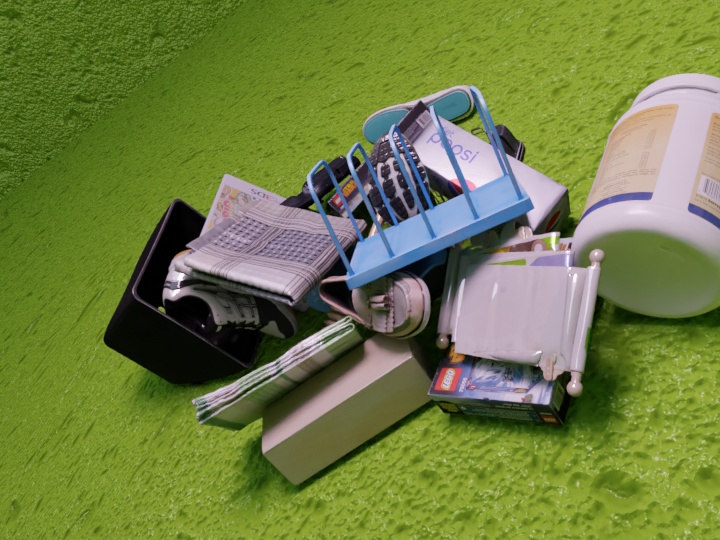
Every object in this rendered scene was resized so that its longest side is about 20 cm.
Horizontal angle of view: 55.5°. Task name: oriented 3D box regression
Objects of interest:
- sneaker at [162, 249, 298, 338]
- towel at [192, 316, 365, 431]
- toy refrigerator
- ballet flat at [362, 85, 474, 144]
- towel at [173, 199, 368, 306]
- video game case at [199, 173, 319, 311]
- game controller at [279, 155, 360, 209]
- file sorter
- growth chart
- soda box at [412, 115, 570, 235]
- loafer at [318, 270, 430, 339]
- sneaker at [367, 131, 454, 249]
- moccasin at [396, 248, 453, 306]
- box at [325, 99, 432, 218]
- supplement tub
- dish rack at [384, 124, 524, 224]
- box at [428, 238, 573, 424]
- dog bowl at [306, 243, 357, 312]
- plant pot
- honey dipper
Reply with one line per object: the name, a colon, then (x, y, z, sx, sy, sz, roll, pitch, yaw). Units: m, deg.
sneaker: (-0.179, 0.058, 0.935, 0.075, 0.198, 0.089, -36, 31, 50)
towel: (-0.084, 0.121, 0.792, 0.198, 0.149, 0.031, -31, 72, -2)
toy refrigerator: (-0.013, 0.150, 0.770, 0.199, 0.070, 0.076, -34, 27, 9)
ballet flat: (0.100, -0.256, 1.133, 0.197, 0.070, 0.070, -15, 41, 27)
towel: (-0.115, -0.036, 0.880, 0.197, 0.035, 0.193, 13, 38, 26)
video game case: (-0.147, -0.047, 1.040, 0.202, 0.180, 0.023, -81, 18, -44)
game controller: (-0.065, -0.129, 1.074, 0.104, 0.042, 0.200, -37, 7, 28)
file sorter: (0.058, -0.092, 0.718, 0.198, 0.124, 0.139, -24, 14, 12)
growth chart: (0.143, 0.024, 0.650, 0.199, 0.018, 0.147, 10, 82, 55)
soda box: (0.152, -0.105, 0.827, 0.199, 0.064, 0.068, 38, 83, 29)
loafer: (0.009, 0.034, 0.749, 0.200, 0.062, 0.073, -172, 84, -69)
sneaker: (0.065, -0.083, 0.856, 0.076, 0.202, 0.089, -15, 26, 16)
moccasin: (0.059, 0.033, 0.818, 0.200, 0.067, 0.082, -32, 41, 60)
box: (0.027, -0.160, 1.040, 0.200, 0.040, 0.137, -48, 4, -2)
supplement tub: (0.294, -0.073, 0.649, 0.143, 0.145, 0.202, -1, 50, 43)
dish rack: (0.121, -0.125, 0.964, 0.198, 0.055, 0.155, -11, 42, 39)
box: (0.165, 0.056, 0.709, 0.136, 0.040, 0.202, -4, 49, 43)
dog bowl: (-0.073, -0.017, 0.951, 0.198, 0.050, 0.112, 23, 50, 24)
plant pot: (-0.271, 0.055, 1.032, 0.177, 0.199, 0.201, -33, 32, 34)
honey dipper: (0.000, 0.000, 0.876, 0.038, 0.038, 0.203, 8, 71, 48)
